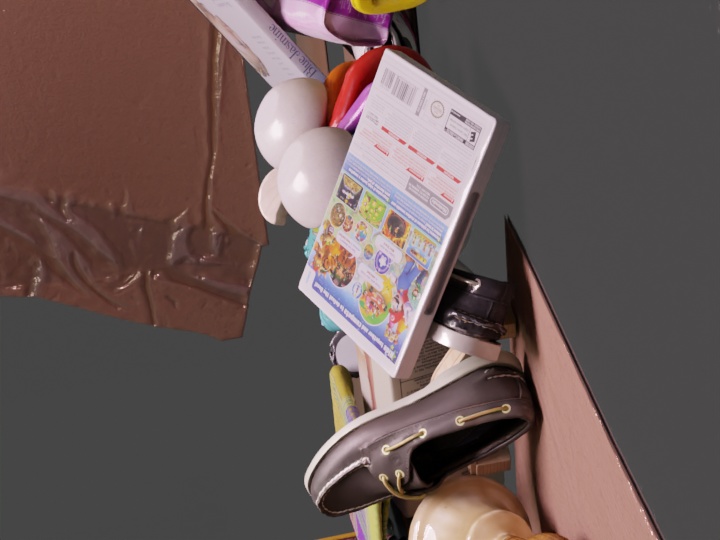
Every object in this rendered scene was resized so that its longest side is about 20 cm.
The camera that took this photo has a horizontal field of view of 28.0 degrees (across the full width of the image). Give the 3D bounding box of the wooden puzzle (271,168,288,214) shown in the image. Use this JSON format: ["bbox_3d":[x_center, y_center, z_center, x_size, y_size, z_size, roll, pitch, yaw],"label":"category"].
[{"bbox_3d":[-0.032,-0.147,1.505,0.037,0.185,0.200,42,-170,-12],"label":"wooden puzzle"}]

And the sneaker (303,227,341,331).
[{"bbox_3d":[-0.026,-0.040,1.317,0.079,0.077,0.202,-34,55,41],"label":"sneaker"}]

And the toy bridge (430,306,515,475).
[{"bbox_3d":[0.090,0.105,1.168,0.201,0.066,0.027,86,172,-48],"label":"toy bridge"}]

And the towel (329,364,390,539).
[{"bbox_3d":[0.004,0.184,1.270,0.200,0.022,0.145,-118,21,-65],"label":"towel"}]

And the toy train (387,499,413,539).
[{"bbox_3d":[0.079,0.237,1.295,0.200,0.112,0.086,-111,12,-67],"label":"toy train"}]

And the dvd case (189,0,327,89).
[{"bbox_3d":[-0.084,-0.204,1.373,0.200,0.018,0.142,45,170,-19],"label":"dvd case"}]

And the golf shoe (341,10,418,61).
[{"bbox_3d":[0.021,-0.222,1.358,0.092,0.072,0.202,111,143,-67],"label":"golf shoe"}]

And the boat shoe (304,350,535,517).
[{"bbox_3d":[0.042,0.136,1.100,0.072,0.200,0.061,39,-157,-41],"label":"boat shoe"}]

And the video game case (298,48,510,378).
[{"bbox_3d":[0.027,-0.044,1.060,0.143,0.018,0.202,40,116,46],"label":"video game case"}]

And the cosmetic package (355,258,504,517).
[{"bbox_3d":[0.058,0.098,1.255,0.087,0.102,0.202,-135,34,-58],"label":"cosmetic package"}]

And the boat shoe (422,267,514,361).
[{"bbox_3d":[0.046,0.008,1.097,0.200,0.073,0.061,30,100,58],"label":"boat shoe"}]

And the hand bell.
[{"bbox_3d":[0.114,0.201,1.038,0.200,0.103,0.106,155,106,-72],"label":"hand bell"}]

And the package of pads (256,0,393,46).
[{"bbox_3d":[-0.039,-0.276,1.332,0.199,0.075,0.122,25,102,57],"label":"package of pads"}]

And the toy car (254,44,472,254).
[{"bbox_3d":[0.019,-0.107,1.207,0.151,0.174,0.201,-56,32,21],"label":"toy car"}]

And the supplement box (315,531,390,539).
[{"bbox_3d":[0.042,0.340,1.456,0.200,0.195,0.135,172,88,-85],"label":"supplement box"}]

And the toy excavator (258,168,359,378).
[{"bbox_3d":[0.000,0.000,1.385,0.100,0.192,0.203,8,-99,-77],"label":"toy excavator"}]

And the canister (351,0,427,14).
[{"bbox_3d":[0.009,-0.327,1.157,0.149,0.085,0.202,92,166,-69],"label":"canister"}]
